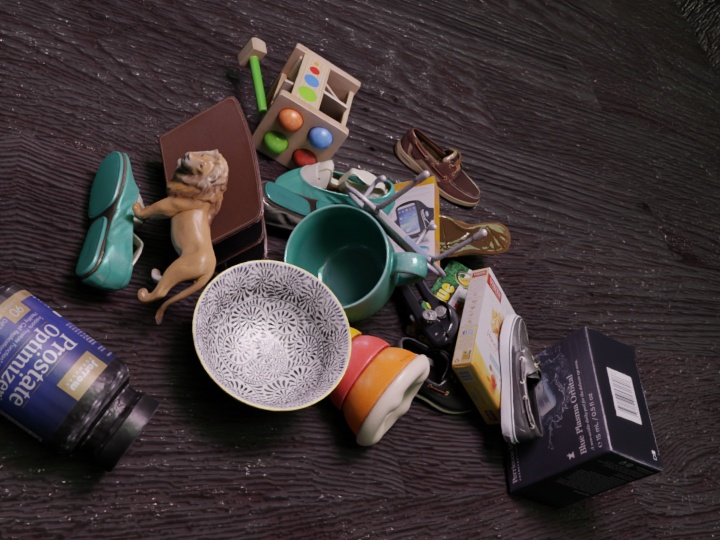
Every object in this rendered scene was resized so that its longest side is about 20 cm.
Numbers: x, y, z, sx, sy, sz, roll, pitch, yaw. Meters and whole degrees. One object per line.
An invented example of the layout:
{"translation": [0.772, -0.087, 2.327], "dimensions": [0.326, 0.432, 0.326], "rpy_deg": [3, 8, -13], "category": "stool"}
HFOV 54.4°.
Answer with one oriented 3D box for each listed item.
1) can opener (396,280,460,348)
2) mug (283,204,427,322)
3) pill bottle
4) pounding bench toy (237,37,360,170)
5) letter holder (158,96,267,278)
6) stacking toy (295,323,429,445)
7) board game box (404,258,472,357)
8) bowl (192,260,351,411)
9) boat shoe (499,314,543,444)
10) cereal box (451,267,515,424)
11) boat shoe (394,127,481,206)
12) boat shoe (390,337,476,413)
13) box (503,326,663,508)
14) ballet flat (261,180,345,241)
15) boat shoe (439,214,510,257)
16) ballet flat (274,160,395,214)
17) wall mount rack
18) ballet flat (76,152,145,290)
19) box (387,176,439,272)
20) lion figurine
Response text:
{"translation": [0.093, 0.044, 1.107], "dimensions": [0.063, 0.079, 0.201], "rpy_deg": [-28, 54, -9], "category": "can opener"}
{"translation": [-0.010, 0.005, 1.001], "dimensions": [0.184, 0.114, 0.153], "rpy_deg": [37, 85, 20], "category": "mug"}
{"translation": [-0.314, 0.115, 0.726], "dimensions": [0.199, 0.112, 0.112], "rpy_deg": [38, 44, -8], "category": "pill bottle"}
{"translation": [-0.123, -0.269, 1.138], "dimensions": [0.199, 0.124, 0.157], "rpy_deg": [28, 47, -18], "category": "pounding bench toy"}
{"translation": [-0.177, -0.113, 0.952], "dimensions": [0.100, 0.141, 0.202], "rpy_deg": [33, 36, -58], "category": "letter holder"}
{"translation": [-0.018, 0.125, 0.959], "dimensions": [0.199, 0.147, 0.146], "rpy_deg": [38, 41, 17], "category": "stacking toy"}
{"translation": [0.158, 0.064, 1.168], "dimensions": [0.104, 0.024, 0.200], "rpy_deg": [29, 43, 10], "category": "board game box"}
{"translation": [-0.119, 0.097, 0.889], "dimensions": [0.198, 0.094, 0.203], "rpy_deg": [11, 56, -17], "category": "bowl"}
{"translation": [0.247, 0.161, 1.061], "dimensions": [0.069, 0.056, 0.202], "rpy_deg": [40, 48, -50], "category": "boat shoe"}
{"translation": [0.201, 0.115, 1.096], "dimensions": [0.144, 0.039, 0.201], "rpy_deg": [55, 38, -32], "category": "cereal box"}
{"translation": [0.161, -0.200, 1.342], "dimensions": [0.199, 0.072, 0.072], "rpy_deg": [37, 44, -9], "category": "boat shoe"}
{"translation": [0.118, 0.160, 1.056], "dimensions": [0.200, 0.063, 0.074], "rpy_deg": [26, 41, -28], "category": "boat shoe"}
{"translation": [0.322, 0.227, 1.065], "dimensions": [0.116, 0.200, 0.199], "rpy_deg": [22, 48, -25], "category": "box"}
{"translation": [-0.084, -0.079, 1.077], "dimensions": [0.198, 0.064, 0.068], "rpy_deg": [21, 46, -32], "category": "ballet flat"}
{"translation": [0.161, -0.057, 1.240], "dimensions": [0.197, 0.072, 0.073], "rpy_deg": [1, 86, -14], "category": "boat shoe"}
{"translation": [-0.036, -0.141, 1.118], "dimensions": [0.197, 0.071, 0.068], "rpy_deg": [11, 44, -11], "category": "ballet flat"}
{"translation": [0.078, -0.073, 0.981], "dimensions": [0.200, 0.174, 0.075], "rpy_deg": [41, 84, -20], "category": "wall mount rack"}
{"translation": [-0.308, -0.058, 0.888], "dimensions": [0.070, 0.067, 0.202], "rpy_deg": [39, 37, -44], "category": "ballet flat"}
{"translation": [0.069, -0.060, 1.143], "dimensions": [0.042, 0.118, 0.202], "rpy_deg": [59, 28, -49], "category": "box"}
{"translation": [-0.210, -0.043, 0.856], "dimensions": [0.072, 0.121, 0.203], "rpy_deg": [35, 45, -79], "category": "lion figurine"}
